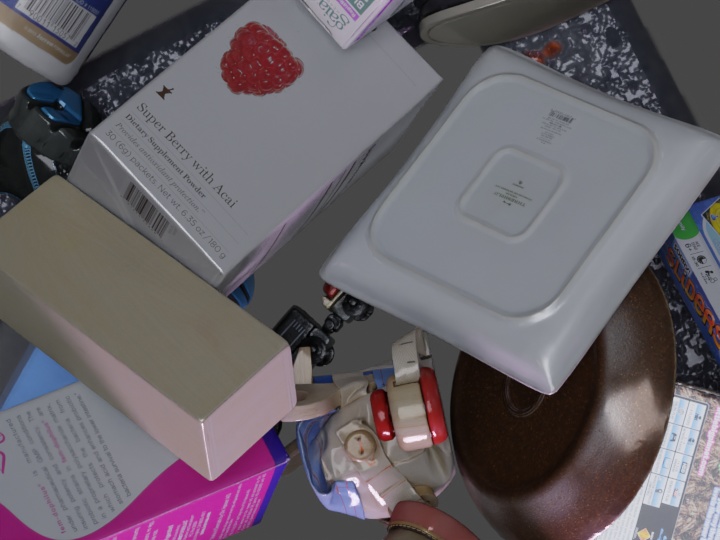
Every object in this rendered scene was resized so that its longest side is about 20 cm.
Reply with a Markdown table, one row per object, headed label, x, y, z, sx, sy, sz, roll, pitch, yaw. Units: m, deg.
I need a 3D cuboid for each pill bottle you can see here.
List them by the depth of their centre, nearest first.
| label | x | y | z | sx | sy | sz | roll | pitch | yaw |
| --- | --- | --- | --- | --- | --- | --- | --- | --- | --- |
| pill bottle | -0.178 | -0.229 | 1.651 | 0.111 | 0.111 | 0.200 | 34 | 92 | 3 |

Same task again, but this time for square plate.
| label | x | y | z | sx | sy | sz | roll | pitch | yaw |
| --- | --- | --- | --- | --- | --- | --- | --- | --- | --- |
| square plate | 0.096 | -0.042 | 1.601 | 0.200 | 0.028 | 0.198 | 26 | 73 | 36 |

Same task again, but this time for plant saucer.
| label | x | y | z | sx | sy | sz | roll | pitch | yaw |
| --- | --- | --- | --- | --- | --- | --- | --- | --- | --- |
| plant saucer | 0.114 | 0.073 | 1.600 | 0.037 | 0.200 | 0.201 | 14 | 91 | -34 |

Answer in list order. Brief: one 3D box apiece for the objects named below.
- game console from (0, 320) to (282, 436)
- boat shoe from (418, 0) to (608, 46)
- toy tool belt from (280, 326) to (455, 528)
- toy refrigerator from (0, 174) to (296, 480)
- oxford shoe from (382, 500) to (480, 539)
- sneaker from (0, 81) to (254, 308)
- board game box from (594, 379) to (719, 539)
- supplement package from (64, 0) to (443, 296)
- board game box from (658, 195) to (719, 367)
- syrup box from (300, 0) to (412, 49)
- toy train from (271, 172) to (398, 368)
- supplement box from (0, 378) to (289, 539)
| label | x | y | z | sx | sy | sz | roll | pitch | yaw |
| --- | --- | --- | --- | --- | --- | --- | --- | --- | --- |
| game console | -0.178 | 0.123 | 1.653 | 0.199 | 0.176 | 0.117 | 29 | 120 | 3 |
| boat shoe | 0.126 | -0.199 | 1.660 | 0.199 | 0.073 | 0.063 | -19 | 74 | 0 |
| toy tool belt | -0.007 | 0.105 | 1.599 | 0.122 | 0.200 | 0.126 | -12 | 81 | 1 |
| toy refrigerator | -0.136 | 0.034 | 1.548 | 0.200 | 0.070 | 0.076 | 34 | 61 | 27 |
| oxford shoe | 0.073 | 0.226 | 1.576 | 0.200 | 0.070 | 0.075 | 43 | 62 | -23 |
| sneaker | -0.156 | -0.034 | 1.681 | 0.200 | 0.073 | 0.082 | 41 | 117 | 2 |
| board game box | 0.222 | 0.157 | 1.633 | 0.199 | 0.097 | 0.160 | 16 | 91 | 3 |
| supplement package | -0.069 | -0.081 | 1.602 | 0.121 | 0.120 | 0.200 | 46 | 65 | 3 |
| board game box | 0.284 | 0.034 | 1.600 | 0.135 | 0.035 | 0.201 | -17 | 61 | -17 |
| syrup box | 0.036 | -0.224 | 1.596 | 0.079 | 0.200 | 0.081 | 48 | 135 | 2 |
| toy train | 0.000 | 0.000 | 1.681 | 0.046 | 0.034 | 0.200 | 42 | 92 | 13 |
| supplement box | -0.160 | 0.130 | 1.584 | 0.199 | 0.103 | 0.102 | -20 | 68 | -23 |
